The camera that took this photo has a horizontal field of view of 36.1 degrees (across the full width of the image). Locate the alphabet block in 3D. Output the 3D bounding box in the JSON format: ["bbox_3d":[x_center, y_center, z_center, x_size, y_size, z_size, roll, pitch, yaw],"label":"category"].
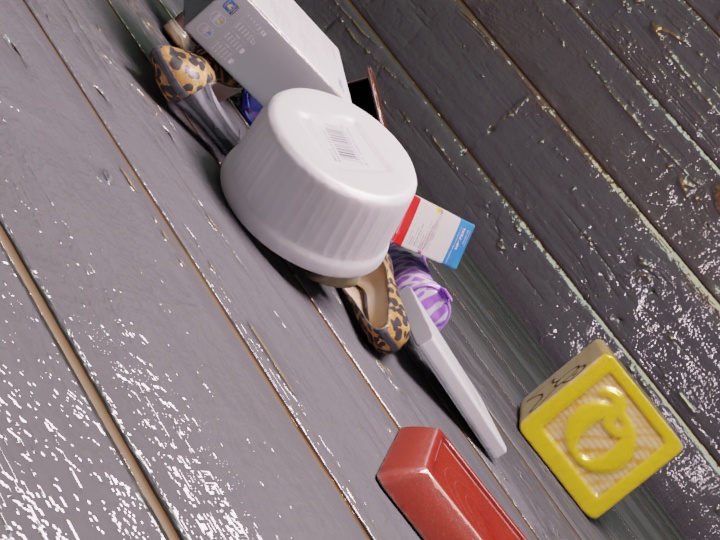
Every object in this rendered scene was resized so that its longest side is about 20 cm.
[{"bbox_3d":[0.387,0.253,1.813,0.197,0.195,0.200,49,10,3],"label":"alphabet block"}]

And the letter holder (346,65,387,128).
[{"bbox_3d":[-0.004,-0.177,1.585,0.142,0.099,0.203,-54,130,-87],"label":"letter holder"}]

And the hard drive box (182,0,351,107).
[{"bbox_3d":[-0.104,-0.259,1.240,0.200,0.076,0.157,43,21,-31],"label":"hard drive box"}]

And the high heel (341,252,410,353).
[{"bbox_3d":[0.000,0.000,1.258,0.202,0.071,0.143,61,4,6],"label":"high heel"}]

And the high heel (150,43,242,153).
[{"bbox_3d":[-0.187,-0.238,1.225,0.143,0.071,0.202,51,15,-43],"label":"high heel"}]

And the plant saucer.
[{"bbox_3d":[0.100,0.228,0.983,0.201,0.037,0.200,51,9,2],"label":"plant saucer"}]

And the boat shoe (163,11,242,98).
[{"bbox_3d":[-0.195,-0.303,1.531,0.072,0.065,0.200,56,11,28],"label":"boat shoe"}]

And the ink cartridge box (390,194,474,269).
[{"bbox_3d":[0.046,-0.073,1.430,0.115,0.068,0.199,29,5,37],"label":"ink cartridge box"}]

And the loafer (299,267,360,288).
[{"bbox_3d":[-0.047,-0.048,1.248,0.068,0.075,0.202,44,20,-40],"label":"loafer"}]

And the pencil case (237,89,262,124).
[{"bbox_3d":[-0.118,-0.238,1.621,0.200,0.085,0.080,-6,100,-79],"label":"pencil case"}]

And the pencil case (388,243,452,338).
[{"bbox_3d":[0.070,0.018,1.507,0.085,0.085,0.201,58,6,-25],"label":"pencil case"}]

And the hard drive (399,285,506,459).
[{"bbox_3d":[0.112,0.127,1.378,0.201,0.026,0.132,57,5,-28],"label":"hard drive"}]

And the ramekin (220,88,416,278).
[{"bbox_3d":[-0.037,-0.098,1.146,0.198,0.098,0.202,25,34,-18],"label":"ramekin"}]
